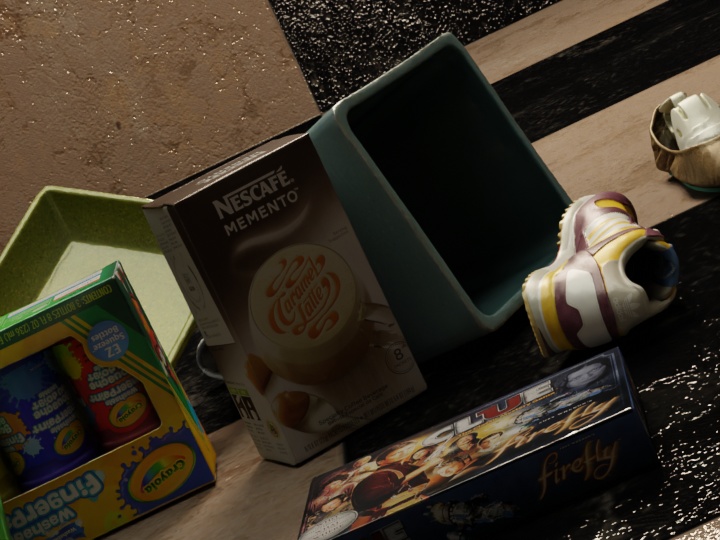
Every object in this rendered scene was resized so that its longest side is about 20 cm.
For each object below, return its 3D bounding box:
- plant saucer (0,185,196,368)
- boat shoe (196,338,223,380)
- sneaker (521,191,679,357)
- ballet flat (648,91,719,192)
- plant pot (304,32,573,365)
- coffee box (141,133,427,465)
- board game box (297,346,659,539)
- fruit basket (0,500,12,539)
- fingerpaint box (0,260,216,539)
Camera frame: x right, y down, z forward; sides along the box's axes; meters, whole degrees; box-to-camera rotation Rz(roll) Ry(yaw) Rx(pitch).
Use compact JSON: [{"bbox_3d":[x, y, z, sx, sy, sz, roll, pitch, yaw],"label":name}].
[{"bbox_3d":[-0.204,0.032,1.680,0.200,0.048,0.200,8,54,26],"label":"plant saucer"},{"bbox_3d":[-0.097,0.066,1.754,0.065,0.075,0.202,-33,7,-8],"label":"boat shoe"},{"bbox_3d":[0.177,-0.002,1.433,0.090,0.075,0.200,-12,21,25],"label":"sneaker"},{"bbox_3d":[0.272,-0.109,1.722,0.068,0.072,0.200,-26,10,0],"label":"ballet flat"},{"bbox_3d":[0.016,-0.026,1.629,0.200,0.197,0.196,-34,3,37],"label":"plant pot"},{"bbox_3d":[-0.054,0.020,1.489,0.114,0.200,0.080,-29,10,-18],"label":"coffee box"},{"bbox_3d":[0.063,0.112,1.193,0.200,0.035,0.136,-24,10,7],"label":"board game box"},{"bbox_3d":[-0.340,0.166,1.426,0.215,0.216,0.156,-27,13,-6],"label":"fruit basket"},{"bbox_3d":[-0.227,0.114,1.531,0.200,0.167,0.073,-25,10,1],"label":"fingerpaint box"}]
